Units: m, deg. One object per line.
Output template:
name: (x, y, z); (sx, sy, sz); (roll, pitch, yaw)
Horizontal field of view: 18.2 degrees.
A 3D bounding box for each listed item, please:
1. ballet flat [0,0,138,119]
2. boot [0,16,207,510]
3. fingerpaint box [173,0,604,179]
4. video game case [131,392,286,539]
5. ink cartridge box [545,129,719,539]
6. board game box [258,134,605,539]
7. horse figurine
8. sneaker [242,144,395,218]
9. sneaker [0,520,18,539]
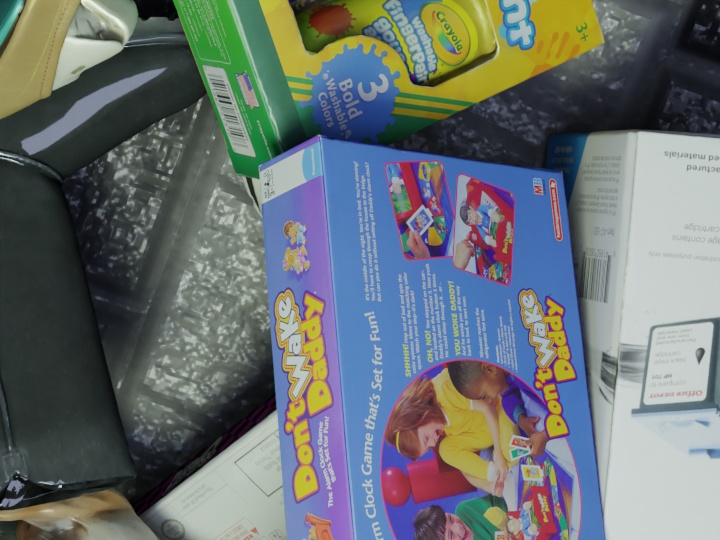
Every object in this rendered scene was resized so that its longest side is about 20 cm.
ballet flat: (-0.110, -0.121, 0.916); (0.063, 0.069, 0.200); (23, 133, -11)
boot: (-0.127, -0.001, 0.992); (0.164, 0.066, 0.200); (-12, 71, 3)
fingerpaint box: (-0.004, -0.161, 0.977); (0.167, 0.073, 0.200); (-26, 109, -21)
video game case: (-0.015, 0.152, 1.051); (0.181, 0.036, 0.200); (44, 134, -7)
ink cartridge box: (0.132, 0.039, 1.018); (0.086, 0.146, 0.201); (3, 92, -10)
board game box: (0.031, 0.052, 0.931); (0.134, 0.045, 0.200); (7, 71, -36)
horse figurine: (-0.121, 0.141, 1.009); (0.200, 0.132, 0.050); (33, 121, 17)
sneaker: (0.000, 0.000, 1.052); (0.074, 0.080, 0.200); (-23, 106, 3)
sneaker: (-0.225, 0.198, 1.064); (0.200, 0.116, 0.075); (-29, 149, 10)
